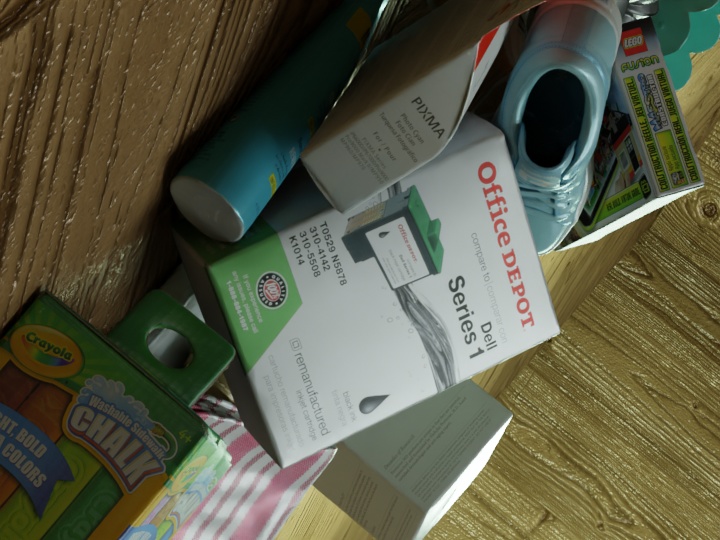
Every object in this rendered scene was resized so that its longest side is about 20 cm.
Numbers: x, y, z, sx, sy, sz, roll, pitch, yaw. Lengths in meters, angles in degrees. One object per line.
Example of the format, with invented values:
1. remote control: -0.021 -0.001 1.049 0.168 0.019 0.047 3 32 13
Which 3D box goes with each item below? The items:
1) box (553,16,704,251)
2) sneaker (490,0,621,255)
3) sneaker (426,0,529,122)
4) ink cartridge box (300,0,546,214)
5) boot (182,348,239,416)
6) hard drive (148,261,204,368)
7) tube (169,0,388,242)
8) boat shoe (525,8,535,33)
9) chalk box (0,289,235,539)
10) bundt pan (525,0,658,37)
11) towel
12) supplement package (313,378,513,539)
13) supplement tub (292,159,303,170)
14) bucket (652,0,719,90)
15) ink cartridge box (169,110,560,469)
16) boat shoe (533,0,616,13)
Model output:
1. box: 0.156 -0.084 1.229 0.035 0.111 0.200 -16 174 -14
2. sneaker: 0.106 -0.073 1.139 0.082 0.074 0.201 -64 165 -45
3. sneaker: 0.085 -0.148 1.219 0.088 0.075 0.201 -51 148 -55
4. ink cartridge box: 0.072 -0.126 1.059 0.199 0.047 0.160 -29 -164 30
5. boot: -0.137 0.140 1.252 0.155 0.073 0.200 -45 171 -28
6. hard drive: -0.160 0.085 1.224 0.200 0.027 0.132 -50 169 -13
7. tube: -0.035 -0.104 1.098 0.200 0.050 0.077 -54 -179 -28
8. boat shoe: 0.138 -0.235 1.226 0.072 0.072 0.201 -18 136 -35
9. chalk box: -0.155 0.101 1.037 0.200 0.125 0.124 -51 170 -9
10. bundt pan: 0.168 -0.198 1.366 0.202 0.076 0.202 -49 168 -14
11. towel: -0.118 0.148 1.195 0.200 0.030 0.147 24 107 -44
12. supplement package: 0.004 0.116 1.548 0.120 0.200 0.121 -46 168 -26
13. supplement tub: 0.000 0.000 1.311 0.140 0.140 0.200 -50 169 -12
14. bucket: 0.218 -0.211 1.554 0.207 0.135 0.207 -50 170 -12
15. ink cartridge box: 0.006 0.006 1.138 0.199 0.147 0.084 -25 -155 -13
16. boat shoe: 0.115 -0.223 1.122 0.068 0.072 0.201 -45 139 -44
